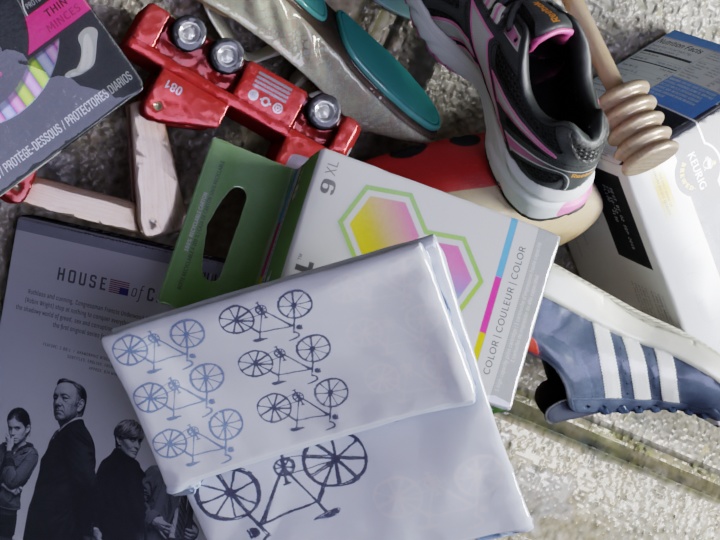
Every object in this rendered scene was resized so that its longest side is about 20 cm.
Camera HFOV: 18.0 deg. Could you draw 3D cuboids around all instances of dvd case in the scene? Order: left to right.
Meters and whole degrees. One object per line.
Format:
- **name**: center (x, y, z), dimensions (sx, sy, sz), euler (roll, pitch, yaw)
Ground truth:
- **dvd case**: center (-0.144, 0.081, 1.312), dimensions (0.149, 0.025, 0.202), euler (13, 97, 13)

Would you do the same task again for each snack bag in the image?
- **snack bag**: center (-0.020, 0.090, 1.233), dimensions (0.187, 0.021, 0.201), euler (-16, 118, 8)

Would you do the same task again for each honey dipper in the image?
- **honey dipper**: center (0.132, -0.152, 1.350), dimensions (0.038, 0.038, 0.201), euler (-17, 75, -21)

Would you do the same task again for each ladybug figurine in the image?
- **ladybug figurine**: center (0.048, -0.037, 1.380), dimensions (0.198, 0.136, 0.072), euler (-12, 80, -15)

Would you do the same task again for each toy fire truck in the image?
- **toy fire truck**: center (-0.114, -0.071, 1.297), dimensions (0.199, 0.049, 0.142), euler (29, 83, -12)

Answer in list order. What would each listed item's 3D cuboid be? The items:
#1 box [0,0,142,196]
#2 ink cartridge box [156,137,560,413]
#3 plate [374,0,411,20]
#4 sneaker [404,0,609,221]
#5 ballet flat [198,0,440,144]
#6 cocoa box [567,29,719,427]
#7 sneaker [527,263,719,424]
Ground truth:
- **box**: center (-0.224, -0.140, 1.186), dimensions (0.122, 0.106, 0.201), euler (-38, 101, -13)
- **ink cartridge box**: center (0.000, 0.000, 1.258), dimensions (0.199, 0.059, 0.105), euler (20, 77, -10)
- **plate**: center (0.065, -0.247, 1.379), dimensions (0.199, 0.026, 0.202), euler (-8, 108, -24)
- **sneaker**: center (0.095, -0.136, 1.317), dimensions (0.080, 0.086, 0.201), euler (-21, 73, -25)
- **ballet flat**: center (-0.034, -0.134, 1.351), dimensions (0.062, 0.068, 0.200), euler (-35, 119, 20)
- **cocoa box**: center (0.216, -0.030, 1.457), dimensions (0.131, 0.133, 0.201), euler (-31, 116, -15)
- **sneaker**: center (0.154, 0.064, 1.359), dimensions (0.199, 0.075, 0.085), euler (28, 94, -7)
